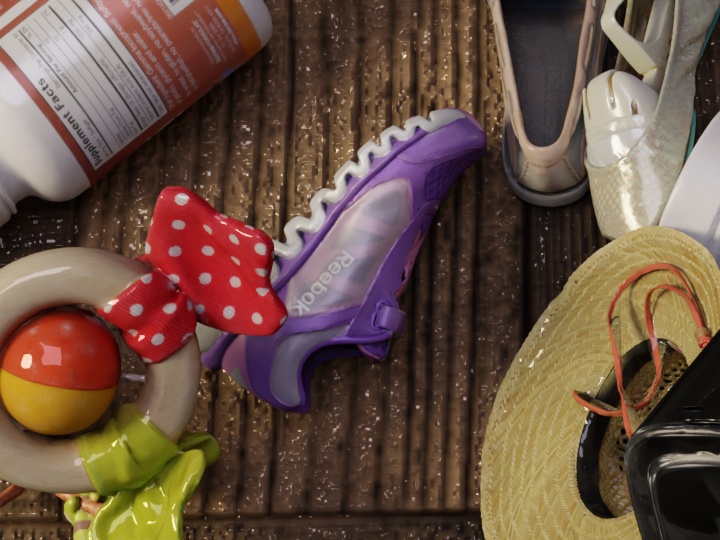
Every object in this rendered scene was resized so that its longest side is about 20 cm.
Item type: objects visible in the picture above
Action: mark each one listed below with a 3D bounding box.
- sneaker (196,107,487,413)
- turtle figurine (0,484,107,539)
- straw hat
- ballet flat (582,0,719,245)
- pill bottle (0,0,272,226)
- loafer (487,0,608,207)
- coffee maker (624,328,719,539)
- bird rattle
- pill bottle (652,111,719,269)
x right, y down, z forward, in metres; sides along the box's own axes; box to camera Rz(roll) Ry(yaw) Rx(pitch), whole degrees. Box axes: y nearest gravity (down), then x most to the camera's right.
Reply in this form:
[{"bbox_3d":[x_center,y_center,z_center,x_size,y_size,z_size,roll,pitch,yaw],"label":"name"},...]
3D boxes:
[{"bbox_3d":[0.000,0.000,1.504,0.200,0.080,0.088,-43,75,-3],"label":"sneaker"},{"bbox_3d":[-0.129,0.191,1.445,0.161,0.065,0.200,5,38,3],"label":"turtle figurine"},{"bbox_3d":[0.154,0.086,1.441,0.085,0.201,0.202,21,68,-31],"label":"straw hat"},{"bbox_3d":[0.147,-0.103,1.513,0.062,0.067,0.200,33,56,-25],"label":"ballet flat"},{"bbox_3d":[-0.155,-0.111,1.541,0.200,0.112,0.112,-39,70,-7],"label":"pill bottle"},{"bbox_3d":[0.102,-0.137,1.544,0.072,0.063,0.201,-4,70,6],"label":"loafer"},{"bbox_3d":[0.206,0.053,1.301,0.192,0.135,0.200,55,43,-11],"label":"coffee maker"},{"bbox_3d":[-0.125,0.050,1.410,0.162,0.201,0.113,6,28,-17],"label":"bird rattle"},{"bbox_3d":[0.258,-0.001,1.447,0.200,0.113,0.114,26,75,16],"label":"pill bottle"}]
